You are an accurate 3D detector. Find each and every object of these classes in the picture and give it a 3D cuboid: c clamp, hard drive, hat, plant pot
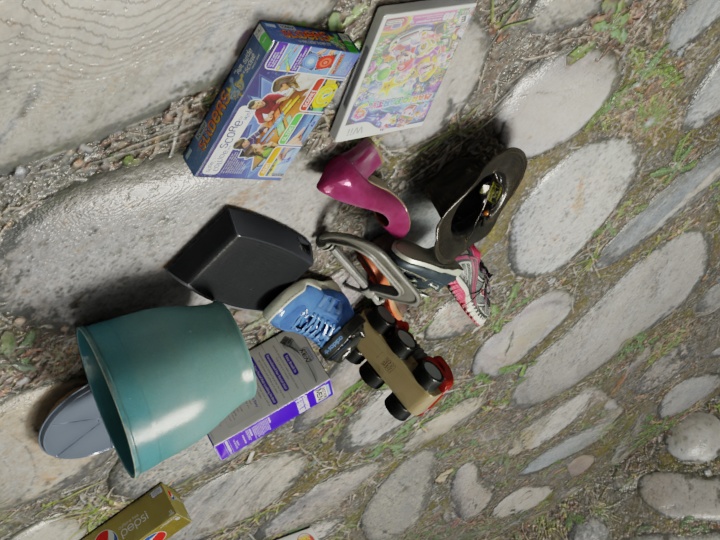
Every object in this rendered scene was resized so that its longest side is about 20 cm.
[{"bbox_3d":[0.000,0.000,1.771,0.027,0.169,0.200,-59,142,-17],"label":"c clamp"},{"bbox_3d":[-0.150,-0.007,1.668,0.135,0.043,0.199,-42,152,15],"label":"hard drive"},{"bbox_3d":[0.146,-0.110,1.784,0.200,0.081,0.202,-43,158,-22],"label":"hat"},{"bbox_3d":[-0.240,0.134,1.614,0.186,0.201,0.201,-21,150,-20],"label":"plant pot"}]

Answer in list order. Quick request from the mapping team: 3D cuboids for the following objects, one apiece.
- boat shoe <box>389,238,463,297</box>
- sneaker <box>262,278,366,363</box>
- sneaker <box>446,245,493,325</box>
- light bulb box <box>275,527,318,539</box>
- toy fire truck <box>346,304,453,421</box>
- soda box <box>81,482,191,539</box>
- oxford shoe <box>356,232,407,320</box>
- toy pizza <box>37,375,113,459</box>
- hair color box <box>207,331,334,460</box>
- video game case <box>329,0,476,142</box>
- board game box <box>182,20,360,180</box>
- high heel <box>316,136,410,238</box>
[{"bbox_3d":[0.084,-0.002,1.806,0.062,0.075,0.199,-52,162,13],"label":"boat shoe"},{"bbox_3d":[-0.056,0.076,1.782,0.077,0.112,0.199,-41,166,17],"label":"sneaker"},{"bbox_3d":[0.182,0.025,2.043,0.074,0.081,0.200,-37,152,1],"label":"sneaker"},{"bbox_3d":[-0.179,0.652,2.581,0.196,0.126,0.201,-13,147,-35],"label":"light bulb box"},{"bbox_3d":[0.072,0.145,2.028,0.129,0.176,0.199,-48,164,24],"label":"toy fire truck"},{"bbox_3d":[-0.383,0.440,2.090,0.199,0.064,0.068,-35,153,1],"label":"soda box"},{"bbox_3d":[0.053,0.010,1.891,0.072,0.071,0.201,-36,152,-7],"label":"oxford shoe"},{"bbox_3d":[-0.359,0.193,1.765,0.198,0.032,0.201,-27,152,-15],"label":"toy pizza"},{"bbox_3d":[-0.151,0.181,1.890,0.198,0.110,0.065,-30,153,-8],"label":"hair color box"},{"bbox_3d":[0.051,-0.244,1.543,0.142,0.018,0.201,-15,147,-34],"label":"video game case"},{"bbox_3d":[-0.102,-0.188,1.444,0.134,0.035,0.201,-2,138,-45],"label":"board game box"},{"bbox_3d":[0.005,-0.085,1.678,0.096,0.067,0.201,-40,148,-10],"label":"high heel"}]
